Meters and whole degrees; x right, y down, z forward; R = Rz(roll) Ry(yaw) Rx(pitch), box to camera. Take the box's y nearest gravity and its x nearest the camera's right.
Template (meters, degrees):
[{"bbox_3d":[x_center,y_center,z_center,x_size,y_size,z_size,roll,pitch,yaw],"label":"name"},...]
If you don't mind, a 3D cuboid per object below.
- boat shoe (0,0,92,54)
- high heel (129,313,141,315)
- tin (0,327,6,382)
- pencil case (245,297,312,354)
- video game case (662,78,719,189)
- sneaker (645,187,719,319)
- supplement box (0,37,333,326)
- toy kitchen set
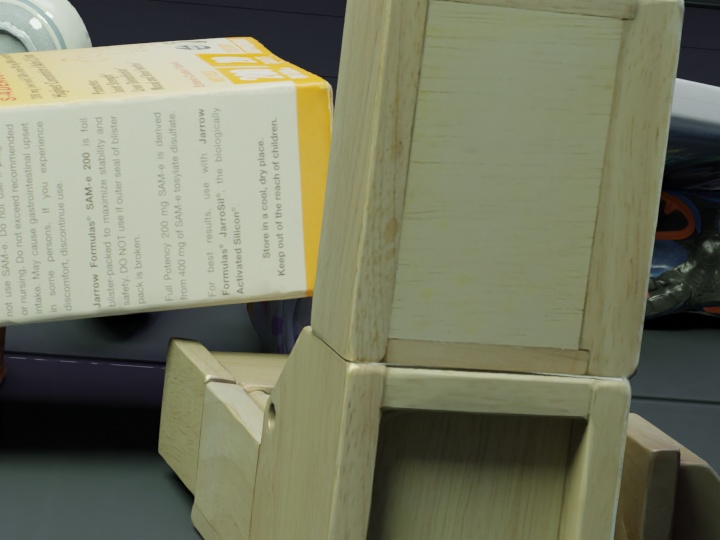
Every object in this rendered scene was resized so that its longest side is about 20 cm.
[{"bbox_3d":[-0.200,-0.062,1.156,0.200,0.070,0.071,-23,9,37],"label":"boat shoe"},{"bbox_3d":[-0.132,-0.016,1.113,0.095,0.068,0.200,-2,4,0],"label":"high heel"},{"bbox_3d":[-0.181,0.025,0.914,0.111,0.042,0.200,10,10,-3],"label":"tin"},{"bbox_3d":[0.000,0.000,1.012,0.090,0.084,0.200,-3,11,-8],"label":"pencil case"},{"bbox_3d":[0.100,-0.046,1.194,0.181,0.024,0.200,-16,-11,32],"label":"video game case"},{"bbox_3d":[0.175,-0.009,1.192,0.199,0.076,0.078,9,8,10],"label":"sneaker"},{"bbox_3d":[-0.117,-0.030,0.874,0.199,0.074,0.126,-6,13,-13],"label":"supplement box"},{"bbox_3d":[0.047,0.002,0.771,0.162,0.182,0.200,3,10,-17],"label":"toy kitchen set"}]
